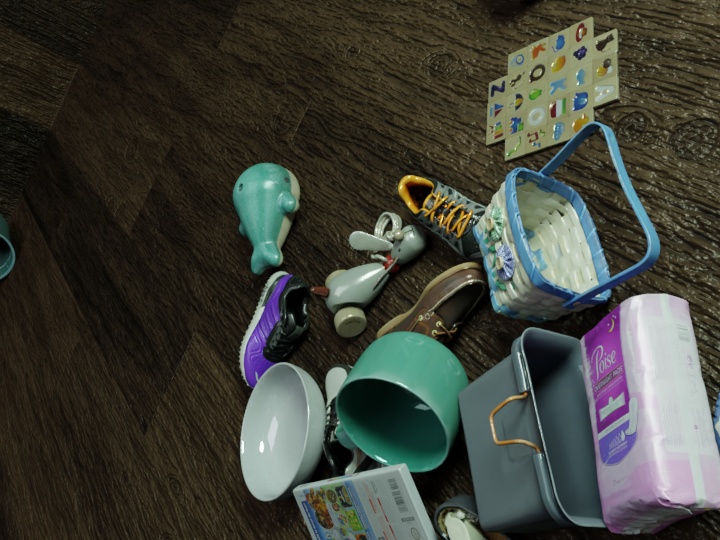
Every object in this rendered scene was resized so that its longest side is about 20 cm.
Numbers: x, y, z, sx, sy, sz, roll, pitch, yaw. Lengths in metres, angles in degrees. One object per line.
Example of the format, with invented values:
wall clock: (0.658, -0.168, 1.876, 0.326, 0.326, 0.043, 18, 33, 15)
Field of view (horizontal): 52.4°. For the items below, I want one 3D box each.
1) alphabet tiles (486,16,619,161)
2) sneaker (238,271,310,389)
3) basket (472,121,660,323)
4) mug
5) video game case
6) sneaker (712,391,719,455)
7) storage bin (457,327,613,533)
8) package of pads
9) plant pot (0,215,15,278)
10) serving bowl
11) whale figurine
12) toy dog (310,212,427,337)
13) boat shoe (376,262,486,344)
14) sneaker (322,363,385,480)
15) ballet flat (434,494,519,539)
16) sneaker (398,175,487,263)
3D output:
alphabet tiles: (0.251, -0.240, 0.976, 0.198, 0.006, 0.170, -14, 63, 44)
sneaker: (-0.133, 0.103, 1.203, 0.098, 0.069, 0.204, 9, 81, 47)
basket: (0.225, -0.039, 0.814, 0.200, 0.137, 0.179, -42, 46, 40)
mug: (0.046, 0.152, 0.912, 0.182, 0.154, 0.115, 4, 35, 30)
video game case: (0.009, 0.329, 0.931, 0.198, 0.018, 0.146, -24, 90, 39)
sneaker: (0.381, 0.090, 0.635, 0.088, 0.075, 0.203, 27, 95, 49)
storage bin: (0.178, 0.185, 0.782, 0.134, 0.143, 0.203, -40, 47, 42)
package of pads: (0.271, 0.136, 0.693, 0.121, 0.074, 0.204, 113, 162, -59)
plant pot: (-1.269, -0.095, 2.466, 0.202, 0.198, 0.197, -55, 35, 14)
serving bowl: (-0.107, 0.245, 1.106, 0.199, 0.065, 0.204, -28, 55, 48)
whale figurine: (-0.178, -0.098, 1.313, 0.157, 0.103, 0.204, -20, 60, 41)
toy dog: (0.000, 0.000, 1.079, 0.202, 0.095, 0.132, -59, 41, 10)
boat shoe: (0.097, 0.072, 0.963, 0.200, 0.069, 0.071, -47, 37, 35)
sneaker: (-0.018, 0.213, 1.022, 0.074, 0.079, 0.202, -44, 44, 27)
ballet flat: (0.150, 0.316, 0.798, 0.199, 0.072, 0.074, 34, 99, 49)
sneaker: (0.121, -0.073, 0.994, 0.199, 0.077, 0.079, 35, 98, 48)
